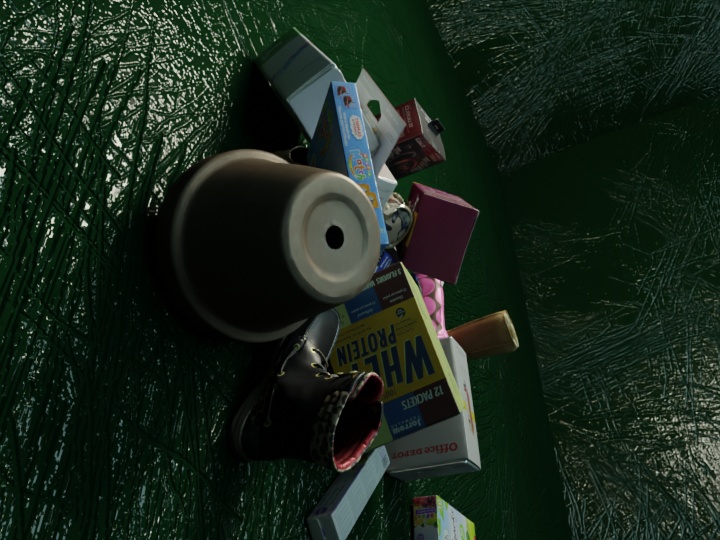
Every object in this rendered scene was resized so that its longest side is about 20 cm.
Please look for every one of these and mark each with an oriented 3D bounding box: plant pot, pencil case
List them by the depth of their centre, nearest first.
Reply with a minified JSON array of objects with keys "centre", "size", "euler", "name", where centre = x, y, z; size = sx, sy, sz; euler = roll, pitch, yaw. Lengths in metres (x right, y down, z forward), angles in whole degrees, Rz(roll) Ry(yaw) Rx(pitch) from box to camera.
[{"centre":[-0.075,-0.029,0.556],"size":[0.197,0.173,0.206],"euler":[3,86,-40],"name":"plant pot"},{"centre":[0.018,-0.122,0.969],"size":[0.201,0.077,0.090],"euler":[57,-3,46],"name":"pencil case"},{"centre":[0.146,0.088,1.200],"size":[0.091,0.092,0.204],"euler":[48,34,-43],"name":"pencil case"}]

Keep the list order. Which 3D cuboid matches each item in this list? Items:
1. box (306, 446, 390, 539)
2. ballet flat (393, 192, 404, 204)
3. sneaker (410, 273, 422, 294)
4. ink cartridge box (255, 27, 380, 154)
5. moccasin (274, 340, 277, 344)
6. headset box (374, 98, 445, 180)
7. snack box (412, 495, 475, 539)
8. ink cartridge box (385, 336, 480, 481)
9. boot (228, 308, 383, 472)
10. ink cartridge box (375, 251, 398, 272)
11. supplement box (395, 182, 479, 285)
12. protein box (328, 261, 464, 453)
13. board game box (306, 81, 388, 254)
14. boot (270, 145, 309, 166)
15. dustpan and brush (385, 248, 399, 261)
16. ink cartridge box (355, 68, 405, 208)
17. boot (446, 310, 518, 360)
[{"centre":[-0.010,0.288,0.756],"size":[0.042,0.038,0.200],"euler":[69,22,-4],"name":"box"},{"centre":[0.057,-0.114,1.092],"size":[0.076,0.063,0.201],"euler":[48,16,-20],"name":"ballet flat"},{"centre":[0.084,0.076,1.066],"size":[0.201,0.073,0.080],"euler":[-85,174,-59],"name":"sneaker"},{"centre":[-0.066,-0.251,0.843],"size":[0.146,0.087,0.201],"euler":[53,1,-41],"name":"ink cartridge box"},{"centre":[-0.103,-0.008,0.701],"size":[0.078,0.072,0.205],"euler":[-105,173,-77],"name":"moccasin"},{"centre":[0.067,-0.241,1.104],"size":[0.148,0.196,0.077],"euler":[19,56,-62],"name":"headset box"},{"centre":[0.151,0.490,0.980],"size":[0.200,0.052,0.145],"euler":[50,31,-44],"name":"snack box"},{"centre":[0.111,0.233,0.949],"size":[0.083,0.142,0.204],"euler":[45,35,-50],"name":"ink cartridge box"},{"centre":[-0.038,0.117,0.601],"size":[0.074,0.148,0.201],"euler":[57,49,-29],"name":"boot"},{"centre":[0.000,0.000,0.918],"size":[0.096,0.044,0.199],"euler":[-63,148,-4],"name":"ink cartridge box"},{"centre":[0.129,-0.073,1.018],"size":[0.200,0.101,0.134],"euler":[-93,-160,-77],"name":"supplement box"},{"centre":[0.046,0.123,0.793],"size":[0.200,0.132,0.203],"euler":[41,27,-75],"name":"protein box"},{"centre":[-0.023,-0.092,0.680],"size":[0.152,0.036,0.205],"euler":[126,-44,-63],"name":"board game box"},{"centre":[-0.078,-0.134,0.847],"size":[0.199,0.074,0.075],"euler":[8,62,-69],"name":"boot"},{"centre":[0.020,-0.028,1.043],"size":[0.141,0.057,0.200],"euler":[58,15,-4],"name":"dustpan and brush"},{"centre":[0.008,-0.192,0.894],"size":[0.043,0.175,0.202],"euler":[14,33,-32],"name":"ink cartridge box"},{"centre":[0.245,0.182,1.228],"size":[0.177,0.196,0.067],"euler":[57,27,-32],"name":"boot"}]
